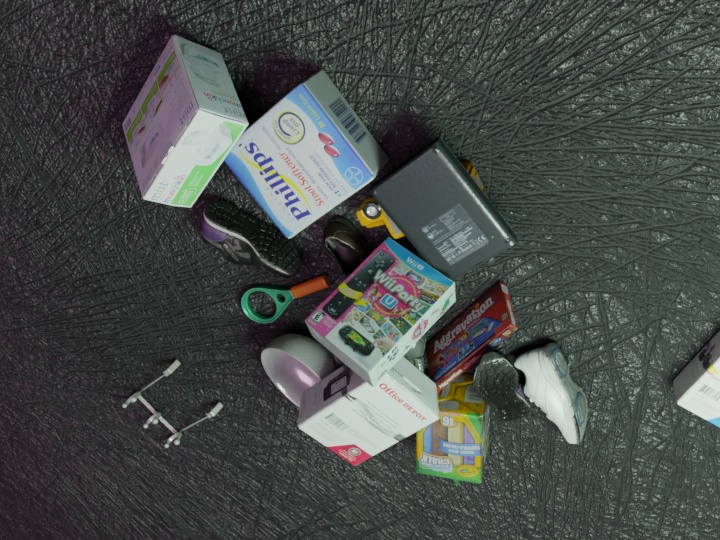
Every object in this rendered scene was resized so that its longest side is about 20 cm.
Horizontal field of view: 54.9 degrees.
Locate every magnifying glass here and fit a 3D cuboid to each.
[{"bbox_3d":[-0.144,0.049,1.321,0.199,0.022,0.080,-20,109,26],"label":"magnifying glass"}]

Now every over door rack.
[{"bbox_3d":[-0.424,0.304,1.529,0.200,0.067,0.148,-36,102,31],"label":"over door rack"}]

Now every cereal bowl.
[{"bbox_3d":[-0.090,0.194,1.325,0.200,0.083,0.201,28,146,22],"label":"cereal bowl"}]

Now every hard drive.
[{"bbox_3d":[0.126,-0.088,1.070,0.139,0.033,0.200,-33,107,31],"label":"hard drive"}]

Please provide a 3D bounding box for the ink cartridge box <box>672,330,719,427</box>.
[{"bbox_3d":[0.605,0.153,1.090,0.115,0.068,0.200,29,123,2],"label":"ink cartridge box"}]

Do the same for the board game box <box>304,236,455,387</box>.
[{"bbox_3d":[0.033,0.063,1.110,0.147,0.200,0.064,36,160,28],"label":"board game box"}]

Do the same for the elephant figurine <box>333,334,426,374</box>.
[{"bbox_3d":[0.063,0.144,1.233,0.199,0.155,0.142,-17,77,25],"label":"elephant figurine"}]

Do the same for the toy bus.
[{"bbox_3d":[0.095,-0.112,1.126,0.199,0.065,0.078,-20,111,27],"label":"toy bus"}]

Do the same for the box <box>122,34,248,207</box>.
[{"bbox_3d":[-0.290,-0.236,1.120,0.200,0.096,0.177,-46,54,32],"label":"box"}]

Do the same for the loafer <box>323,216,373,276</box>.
[{"bbox_3d":[0.000,0.000,1.215,0.200,0.071,0.073,46,122,-8],"label":"loafer"}]

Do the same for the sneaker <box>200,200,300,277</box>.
[{"bbox_3d":[-0.201,-0.042,1.265,0.200,0.076,0.088,34,136,5],"label":"sneaker"}]

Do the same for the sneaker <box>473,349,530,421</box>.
[{"bbox_3d":[0.231,0.178,1.189,0.075,0.088,0.200,-18,138,11],"label":"sneaker"}]

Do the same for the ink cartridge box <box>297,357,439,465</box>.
[{"bbox_3d":[0.015,0.229,1.183,0.200,0.084,0.145,-36,118,26],"label":"ink cartridge box"}]

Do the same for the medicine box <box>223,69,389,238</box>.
[{"bbox_3d":[-0.090,-0.185,1.128,0.200,0.103,0.182,-33,103,30],"label":"medicine box"}]

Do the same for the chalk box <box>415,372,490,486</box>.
[{"bbox_3d":[0.173,0.304,1.289,0.123,0.125,0.201,6,118,16],"label":"chalk box"}]

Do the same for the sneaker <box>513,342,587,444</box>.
[{"bbox_3d":[0.340,0.218,1.227,0.087,0.074,0.201,-16,105,38],"label":"sneaker"}]

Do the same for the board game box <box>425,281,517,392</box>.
[{"bbox_3d":[0.186,0.116,1.196,0.019,0.103,0.200,28,125,-23],"label":"board game box"}]
